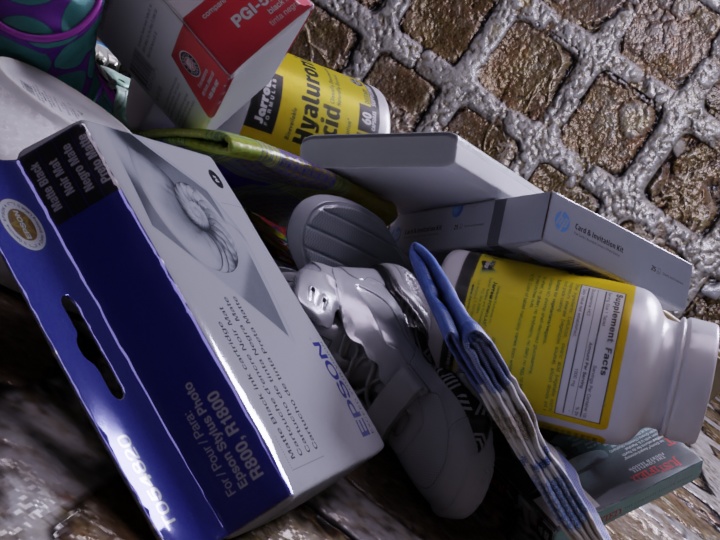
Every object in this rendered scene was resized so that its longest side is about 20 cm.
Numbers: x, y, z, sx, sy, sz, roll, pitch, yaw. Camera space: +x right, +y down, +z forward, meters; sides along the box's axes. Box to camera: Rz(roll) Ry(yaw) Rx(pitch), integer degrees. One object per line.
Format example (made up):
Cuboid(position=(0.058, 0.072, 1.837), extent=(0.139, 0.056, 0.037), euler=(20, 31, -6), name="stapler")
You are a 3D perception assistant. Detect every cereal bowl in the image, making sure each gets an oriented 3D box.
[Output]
Cuboid(position=(-0.188, -0.061, 0.645), extent=(0.199, 0.084, 0.200), euler=(34, 10, -7), name="cereal bowl")

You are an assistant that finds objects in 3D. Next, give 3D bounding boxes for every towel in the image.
Cuboid(position=(-0.076, -0.065, 0.833), extent=(0.142, 0.023, 0.199), euler=(5, -10, 37), name="towel")
Cuboid(position=(0.094, 0.084, 0.681), extent=(0.201, 0.024, 0.147), euler=(57, 5, -21), name="towel")

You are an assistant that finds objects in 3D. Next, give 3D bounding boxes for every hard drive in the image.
Cuboid(position=(0.061, -0.065, 0.863), extent=(0.130, 0.027, 0.199), euler=(3, -9, 32), name="hard drive")

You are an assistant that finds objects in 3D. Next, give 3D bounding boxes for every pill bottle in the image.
Cuboid(position=(0.147, 0.058, 0.797), extent=(0.197, 0.114, 0.112), euler=(13, 5, 13), name="pill bottle")
Cuboid(position=(-0.083, -0.125, 0.903), extent=(0.198, 0.113, 0.111), euler=(15, 18, -30), name="pill bottle")

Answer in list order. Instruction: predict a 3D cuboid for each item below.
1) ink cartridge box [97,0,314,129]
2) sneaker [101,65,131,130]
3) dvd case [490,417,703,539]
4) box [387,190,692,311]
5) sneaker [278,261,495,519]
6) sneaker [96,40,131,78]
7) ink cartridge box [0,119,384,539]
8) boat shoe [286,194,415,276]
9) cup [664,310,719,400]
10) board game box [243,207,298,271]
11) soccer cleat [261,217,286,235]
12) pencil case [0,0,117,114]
Cuboid(position=(-0.139, -0.203, 0.752), extent=(0.200, 0.083, 0.147), euler=(49, -21, -4), name="ink cartridge box")
Cuboid(position=(-0.169, -0.111, 0.953), extent=(0.198, 0.075, 0.118), euler=(26, 2, 11), name="sneaker")
Cuboid(position=(0.135, 0.111, 0.839), extent=(0.144, 0.022, 0.200), euler=(-17, 38, -28), name="dvd case")
Cuboid(position=(0.134, -0.007, 0.882), extent=(0.154, 0.042, 0.199), euler=(23, -16, -29), name="box")
Cuboid(position=(0.002, 0.068, 0.694), extent=(0.113, 0.076, 0.201), euler=(9, 38, -30), name="sneaker")
Cuboid(position=(-0.245, -0.189, 1.085), extent=(0.199, 0.079, 0.090), euler=(28, 8, -36), name="sneaker")
Cuboid(position=(-0.078, 0.023, 0.536), extent=(0.201, 0.040, 0.200), euler=(58, 15, 9), name="ink cartridge box")
Cuboid(position=(0.000, 0.000, 0.847), extent=(0.062, 0.073, 0.199), euler=(23, -9, 41), name="boat shoe")
Cuboid(position=(0.323, 0.114, 1.315), extent=(0.199, 0.144, 0.200), euler=(34, 10, -7), name="cup")
Cuboid(position=(-0.067, 0.003, 0.871), extent=(0.199, 0.035, 0.135), euler=(35, 11, 5), name="board game box")
Cuboid(position=(-0.050, -0.034, 1.071), extent=(0.077, 0.066, 0.200), euler=(63, -5, -17), name="soccer cleat")
Cuboid(position=(-0.208, -0.149, 0.742), extent=(0.200, 0.091, 0.086), euler=(130, -58, -72), name="pencil case")
